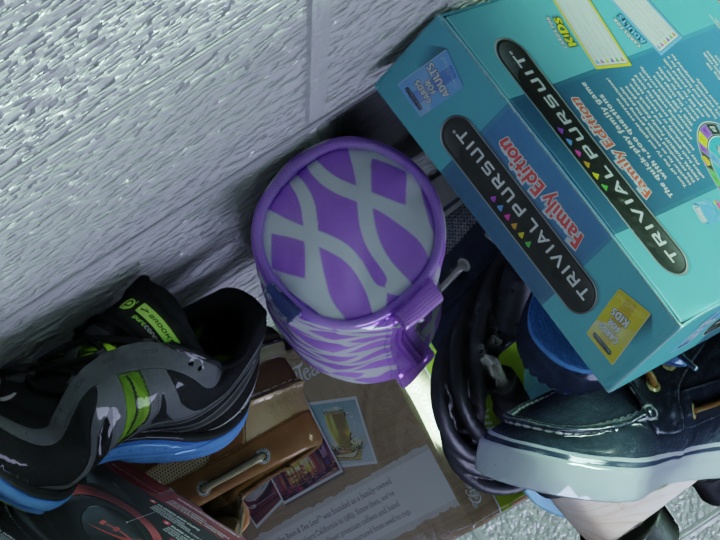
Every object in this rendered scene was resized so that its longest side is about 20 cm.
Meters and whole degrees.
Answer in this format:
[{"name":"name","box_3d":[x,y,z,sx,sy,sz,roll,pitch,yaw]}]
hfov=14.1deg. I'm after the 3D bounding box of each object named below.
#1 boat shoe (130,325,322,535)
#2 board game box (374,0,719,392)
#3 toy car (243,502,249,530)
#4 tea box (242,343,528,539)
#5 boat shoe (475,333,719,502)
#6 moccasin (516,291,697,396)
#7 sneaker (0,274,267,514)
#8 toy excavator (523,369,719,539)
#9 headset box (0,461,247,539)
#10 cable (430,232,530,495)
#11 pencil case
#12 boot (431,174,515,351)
[{"name":"boat shoe","box_3d":[-0.090,0.108,1.335,0.075,0.074,0.200,-20,159,-51]},{"name":"board game box","box_3d":[0.116,-0.048,1.169,0.047,0.151,0.200,-45,166,36]},{"name":"toy car","box_3d":[-0.141,0.173,1.605,0.201,0.176,0.184,-62,155,2]},{"name":"tea box","box_3d":[0.038,0.079,1.619,0.196,0.134,0.200,-25,175,-40]},{"name":"boat shoe","box_3d":[0.122,0.048,1.302,0.071,0.092,0.200,15,-169,35]},{"name":"moccasin","box_3d":[0.137,0.000,1.259,0.200,0.081,0.068,-34,167,-35]},{"name":"sneaker","box_3d":[-0.109,0.043,1.184,0.199,0.071,0.083,-14,133,-54]},{"name":"toy excavator","box_3d":[0.148,0.032,1.517,0.194,0.100,0.200,-38,-145,6]},{"name":"headset box","box_3d":[-0.134,0.127,1.184,0.075,0.148,0.200,-65,163,15]},{"name":"cable","box_3d":[0.108,0.022,1.351,0.200,0.051,0.164,-17,124,-54]},{"name":"pencil case","box_3d":[0.000,0.000,1.240,0.084,0.085,0.200,-50,175,-4]},{"name":"boot","box_3d":[0.102,-0.034,1.419,0.200,0.091,0.073,-36,171,18]}]
